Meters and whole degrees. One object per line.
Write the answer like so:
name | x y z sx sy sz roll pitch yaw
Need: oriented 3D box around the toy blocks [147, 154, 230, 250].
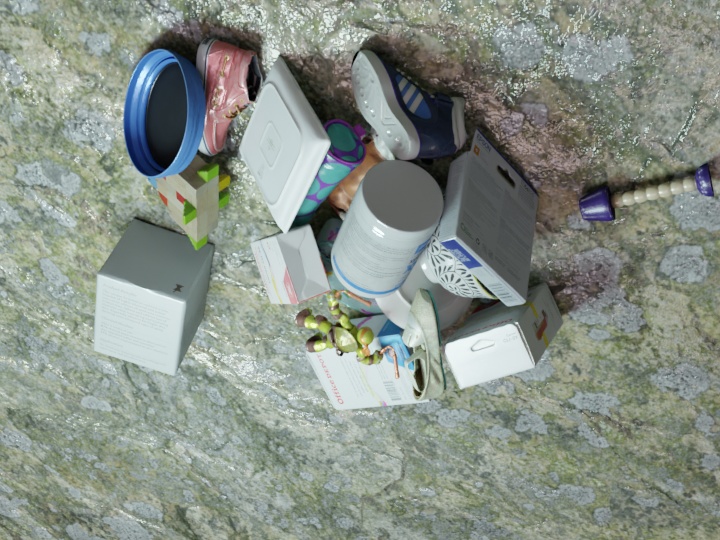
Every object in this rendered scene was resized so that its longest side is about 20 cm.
toy blocks | -0.304 -0.146 1.636 0.137 0.100 0.201 41 151 17

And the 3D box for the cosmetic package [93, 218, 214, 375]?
cosmetic package | -0.381 0.051 1.779 0.166 0.167 0.201 18 131 0

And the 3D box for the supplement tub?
supplement tub | 0.037 -0.058 1.461 0.131 0.133 0.200 23 147 -3

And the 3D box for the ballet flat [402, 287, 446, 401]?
ballet flat | 0.099 0.127 1.564 0.062 0.067 0.202 -19 115 -17

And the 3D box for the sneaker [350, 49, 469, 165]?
sneaker | 0.084 -0.255 1.469 0.201 0.145 0.081 62 145 22

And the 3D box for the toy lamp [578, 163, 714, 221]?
toy lamp | 0.438 -0.115 1.489 0.198 0.058 0.059 -11 124 24

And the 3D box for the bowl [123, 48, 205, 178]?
bowl | -0.311 -0.246 1.528 0.039 0.202 0.201 0 146 -43

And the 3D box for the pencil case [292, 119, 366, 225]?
pencil case | -0.070 -0.154 1.542 0.085 0.092 0.200 54 138 6

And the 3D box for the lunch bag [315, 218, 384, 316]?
lunch bag | 0.000 0.000 1.663 0.199 0.078 0.161 25 150 -5

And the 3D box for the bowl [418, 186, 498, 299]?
bowl | 0.146 -0.036 1.535 0.094 0.201 0.201 -21 120 23

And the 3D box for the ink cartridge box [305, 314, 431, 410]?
ink cartridge box | 0.024 0.159 1.694 0.198 0.085 0.145 -10 117 30

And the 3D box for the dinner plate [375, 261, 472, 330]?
dinner plate | 0.109 0.003 1.599 0.200 0.201 0.024 39 164 -16

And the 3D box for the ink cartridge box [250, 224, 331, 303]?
ink cartridge box | -0.126 -0.007 1.637 0.200 0.067 0.118 -7 102 70

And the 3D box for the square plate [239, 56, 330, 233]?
square plate | -0.130 -0.195 1.514 0.028 0.201 0.199 -4 141 -35

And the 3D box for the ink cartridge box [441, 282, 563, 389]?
ink cartridge box | 0.241 0.108 1.618 0.144 0.200 0.084 -22 97 30

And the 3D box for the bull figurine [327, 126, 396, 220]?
bull figurine | 0.018 -0.149 1.564 0.200 0.065 0.122 -39 80 44

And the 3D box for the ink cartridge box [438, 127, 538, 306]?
ink cartridge box | 0.199 -0.080 1.467 0.040 0.202 0.199 -13 141 39

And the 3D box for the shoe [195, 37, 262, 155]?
shoe | -0.211 -0.265 1.539 0.090 0.072 0.202 17 126 14

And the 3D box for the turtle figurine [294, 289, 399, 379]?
turtle figurine | -0.028 0.113 1.587 0.160 0.065 0.201 0 135 44
